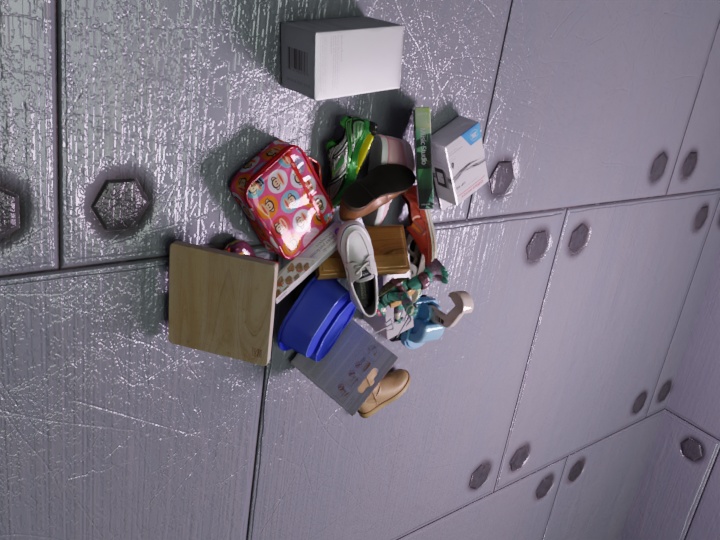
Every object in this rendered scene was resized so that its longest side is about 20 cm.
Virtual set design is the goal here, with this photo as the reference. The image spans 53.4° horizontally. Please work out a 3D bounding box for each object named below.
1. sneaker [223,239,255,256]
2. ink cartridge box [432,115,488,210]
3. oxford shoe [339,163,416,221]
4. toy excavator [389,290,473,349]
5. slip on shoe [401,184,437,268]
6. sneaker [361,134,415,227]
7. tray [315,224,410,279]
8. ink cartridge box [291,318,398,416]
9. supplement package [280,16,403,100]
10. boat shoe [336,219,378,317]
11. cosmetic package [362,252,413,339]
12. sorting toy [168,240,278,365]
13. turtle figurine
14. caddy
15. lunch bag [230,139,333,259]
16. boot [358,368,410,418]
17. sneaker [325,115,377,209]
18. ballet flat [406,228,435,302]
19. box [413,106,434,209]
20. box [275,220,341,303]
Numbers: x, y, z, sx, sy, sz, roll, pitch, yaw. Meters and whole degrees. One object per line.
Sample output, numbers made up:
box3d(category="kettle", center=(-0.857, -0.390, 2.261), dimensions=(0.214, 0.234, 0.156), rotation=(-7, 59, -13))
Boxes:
box3d(category="sneaker", center=(-0.215, 0.039, 1.384), dimensions=(0.074, 0.090, 0.203), rotation=(-24, 126, -30))
box3d(category="ink cartridge box", center=(0.229, -0.236, 1.653), dimensions=(0.115, 0.066, 0.202), rotation=(-37, 132, -22))
box3d(category="oxford shoe", center=(0.030, -0.157, 1.438), dimensions=(0.198, 0.072, 0.072), rotation=(-28, 161, -33))
box3d(category="toy excavator", center=(0.171, 0.113, 1.692), dimensions=(0.099, 0.199, 0.198), rotation=(-4, 115, -40))
box3d(category="slip on shoe", center=(0.133, -0.091, 1.603), dimensions=(0.060, 0.074, 0.204), rotation=(-11, 89, -4))
box3d(category="sneaker", center=(0.064, -0.186, 1.525), dimensions=(0.103, 0.075, 0.204), rotation=(-4, 111, -34))
box3d(category="tray", center=(0.001, -0.039, 1.490), dimensions=(0.197, 0.037, 0.100), rotation=(-3, 75, -19))
box3d(category="ink cartridge box", center=(-0.032, 0.199, 1.555), dimensions=(0.162, 0.199, 0.050), rotation=(-51, 153, -8))
box3d(category="supplement package", center=(-0.033, -0.389, 1.302), dimensions=(0.198, 0.116, 0.119), rotation=(-18, 123, -33))
box3d(category="boat shoe", center=(0.000, 0.000, 1.418), dimensions=(0.071, 0.066, 0.203), rotation=(-13, 118, -15))
box3d(category="cosmetic package", center=(0.056, 0.041, 1.617), dimensions=(0.089, 0.107, 0.203), rotation=(-26, 128, -24))
box3d(category="sorting toy", center=(-0.246, 0.051, 1.311), dimensions=(0.070, 0.195, 0.203), rotation=(-61, 161, -64))
box3d(category="turtle figurine", center=(0.092, 0.057, 1.494), dimensions=(0.199, 0.150, 0.101), rotation=(-37, 93, -4))
box3d(category="caddy", center=(-0.097, 0.094, 1.514), dimensions=(0.201, 0.104, 0.141), rotation=(-56, 159, -5))
box3d(category="lunch bag", center=(-0.138, -0.142, 1.369), dimensions=(0.176, 0.081, 0.201), rotation=(-46, 132, -19))
box3d(category="boot", center=(0.033, 0.247, 1.737), dimensions=(0.175, 0.066, 0.202), rotation=(-39, 131, -20))
box3d(category="sneaker", center=(-0.040, -0.215, 1.434), dimensions=(0.084, 0.078, 0.202), rotation=(21, 107, -9))
box3d(category="ballet flat", center=(0.121, -0.025, 1.654), dimensions=(0.062, 0.067, 0.203), rotation=(25, 72, -36))
box3d(category="box", center=(0.131, -0.235, 1.487), dimensions=(0.036, 0.144, 0.204), rotation=(-4, 101, 4))
box3d(category="box", center=(-0.107, -0.017, 1.417), dimensions=(0.200, 0.039, 0.041), rotation=(-43, 172, -14))
